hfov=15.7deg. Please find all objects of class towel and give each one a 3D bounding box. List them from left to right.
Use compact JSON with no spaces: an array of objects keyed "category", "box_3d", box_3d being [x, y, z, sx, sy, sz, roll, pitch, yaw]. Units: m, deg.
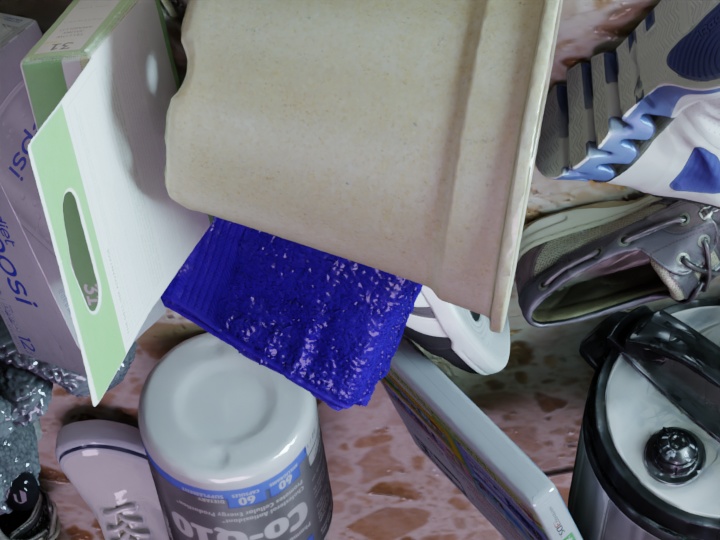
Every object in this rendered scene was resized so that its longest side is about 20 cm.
[{"category":"towel","box_3d":[-0.065,-0.011,1.457,0.199,0.050,0.148,27,135,6]}]

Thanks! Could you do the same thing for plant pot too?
[{"category":"plant pot","box_3d":[0.001,-0.083,1.332,0.182,0.201,0.201,10,146,5]}]

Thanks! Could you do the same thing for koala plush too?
[{"category":"koala plush","box_3d":[-0.247,0.086,1.583,0.183,0.177,0.200,35,156,15]}]

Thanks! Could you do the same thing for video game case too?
[{"category":"video game case","box_3d":[0.075,0.120,1.624,0.022,0.200,0.182,-39,144,-8]}]

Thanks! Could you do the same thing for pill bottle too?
[{"category":"pill bottle","box_3d":[-0.076,0.136,1.698,0.113,0.114,0.200,-3,146,4]}]

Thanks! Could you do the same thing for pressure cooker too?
[{"category":"pressure cooker","box_3d":[0.221,0.119,1.619,0.175,0.180,0.200,2,147,1]}]

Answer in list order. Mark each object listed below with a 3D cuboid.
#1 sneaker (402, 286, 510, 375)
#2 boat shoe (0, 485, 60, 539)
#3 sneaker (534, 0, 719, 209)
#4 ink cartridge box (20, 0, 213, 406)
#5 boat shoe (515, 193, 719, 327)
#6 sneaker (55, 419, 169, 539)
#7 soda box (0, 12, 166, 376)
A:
[{"category":"sneaker","box_3d":[0.000,0.000,1.546,0.111,0.073,0.200,-16,135,27]},{"category":"boat shoe","box_3d":[-0.242,0.178,1.795,0.063,0.071,0.200,-14,142,21]},{"category":"sneaker","box_3d":[0.196,-0.094,1.406,0.115,0.081,0.199,18,149,-31]},{"category":"ink cartridge box","box_3d":[-0.136,-0.042,1.318,0.048,0.200,0.146,-2,118,19]},{"category":"boat shoe","box_3d":[0.182,-0.012,1.526,0.199,0.065,0.072,-14,142,18]},{"category":"sneaker","box_3d":[-0.148,0.171,1.784,0.073,0.071,0.200,-13,144,18]},{"category":"soda box","box_3d":[-0.179,-0.041,1.406,0.068,0.063,0.201,15,138,43]}]
